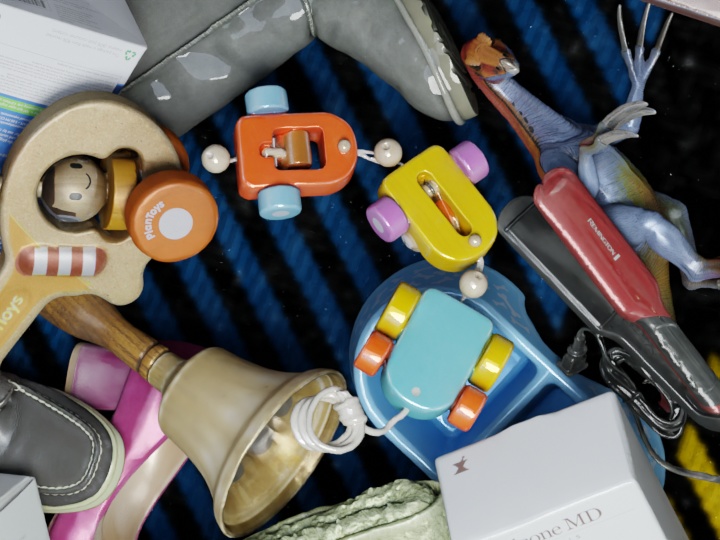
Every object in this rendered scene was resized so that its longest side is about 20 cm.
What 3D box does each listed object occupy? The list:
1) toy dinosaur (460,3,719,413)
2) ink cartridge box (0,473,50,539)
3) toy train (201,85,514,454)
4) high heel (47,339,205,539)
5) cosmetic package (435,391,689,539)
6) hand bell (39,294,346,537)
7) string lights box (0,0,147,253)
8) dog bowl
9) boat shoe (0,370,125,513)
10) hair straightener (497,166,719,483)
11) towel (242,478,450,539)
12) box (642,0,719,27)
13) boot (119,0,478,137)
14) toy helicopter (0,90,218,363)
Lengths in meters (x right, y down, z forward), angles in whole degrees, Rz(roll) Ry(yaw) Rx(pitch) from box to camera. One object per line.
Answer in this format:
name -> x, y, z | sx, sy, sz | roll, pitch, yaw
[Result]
toy dinosaur -> 0.120, -0.044, 1.237 | 0.181, 0.105, 0.200 | 26, 103, 10
ink cartridge box -> -0.237, 0.211, 1.294 | 0.146, 0.083, 0.200 | 3, 115, 28
toy train -> 0.000, 0.000, 1.226 | 0.150, 0.056, 0.200 | -8, 74, -12
high heel -> -0.122, 0.139, 1.319 | 0.096, 0.067, 0.200 | 5, 85, 20
cosmetic package -> 0.125, 0.166, 1.225 | 0.101, 0.071, 0.200 | -22, 127, 11
hand bell -> -0.117, 0.046, 1.263 | 0.200, 0.104, 0.104 | 33, 102, 20
string lights box -> -0.209, -0.069, 1.242 | 0.200, 0.103, 0.059 | -54, 41, 26
dog bowl -> 0.078, 0.082, 1.285 | 0.200, 0.050, 0.111 | 43, 102, 2
boat shoe -> -0.226, 0.082, 1.302 | 0.201, 0.066, 0.072 | 19, 86, 26
hair straightener -> 0.142, 0.038, 1.234 | 0.200, 0.041, 0.077 | 47, 141, -7
towel -> -0.027, 0.200, 1.242 | 0.200, 0.036, 0.148 | -20, 113, 3
box -> 0.174, -0.210, 1.156 | 0.164, 0.200, 0.166 | 20, 98, 7
boot -> -0.058, -0.111, 1.275 | 0.200, 0.073, 0.182 | -33, 78, 6
toy helicopter -> -0.176, -0.008, 1.212 | 0.132, 0.079, 0.200 | 29, 105, -31
